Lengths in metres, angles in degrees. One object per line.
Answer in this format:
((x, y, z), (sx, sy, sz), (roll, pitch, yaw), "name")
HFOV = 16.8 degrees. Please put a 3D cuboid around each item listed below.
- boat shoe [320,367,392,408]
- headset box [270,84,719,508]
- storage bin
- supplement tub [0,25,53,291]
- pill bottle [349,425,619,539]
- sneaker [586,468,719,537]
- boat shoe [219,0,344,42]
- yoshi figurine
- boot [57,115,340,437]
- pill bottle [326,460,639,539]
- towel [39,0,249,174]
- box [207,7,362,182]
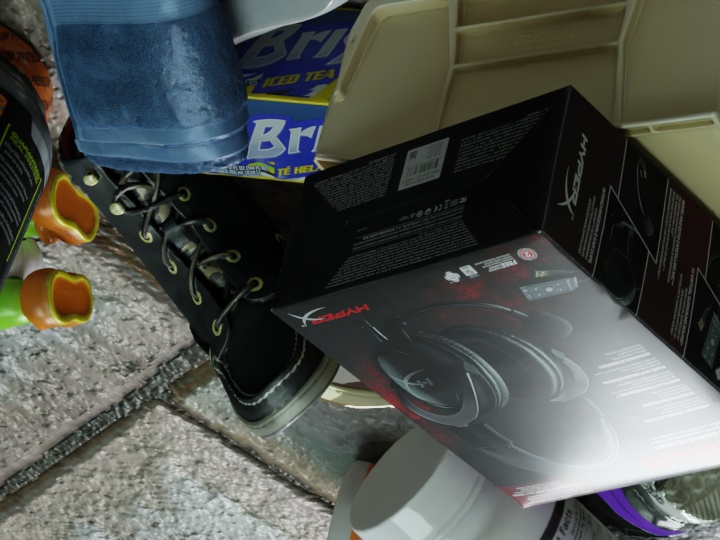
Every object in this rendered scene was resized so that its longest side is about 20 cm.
((0.028, 0.038, 1.373), (0.199, 0.072, 0.072), (17, 121, 1), "boat shoe")
((0.085, 0.023, 1.040), (0.148, 0.078, 0.200), (-15, 137, 39), "headset box")
((0.112, -0.038, 1.097), (0.197, 0.094, 0.200), (-5, 145, 29), "storage bin")
((-0.234, -0.033, 1.267), (0.122, 0.201, 0.123), (11, 141, 9), "supplement tub")
((0.091, 0.176, 1.360), (0.200, 0.112, 0.111), (43, 135, -16), "pill bottle")
((0.113, 0.066, 1.319), (0.201, 0.069, 0.099), (55, 149, 4), "sneaker")
((-0.055, -0.148, 1.166), (0.199, 0.066, 0.072), (-11, 102, 51), "boat shoe")
((-0.256, -0.011, 1.386), (0.199, 0.113, 0.113), (-2, 124, 24), "yoshi figurine")
((-0.088, -0.009, 1.265), (0.073, 0.204, 0.154), (-41, 114, 10), "boot")
((0.077, 0.193, 1.494), (0.199, 0.115, 0.115), (13, 141, 5), "pill bottle")
((-0.113, -0.143, 1.130), (0.111, 0.048, 0.201), (7, 117, 45), "towel")
((0.015, -0.085, 1.220), (0.198, 0.070, 0.065), (5, 141, 14), "box")
